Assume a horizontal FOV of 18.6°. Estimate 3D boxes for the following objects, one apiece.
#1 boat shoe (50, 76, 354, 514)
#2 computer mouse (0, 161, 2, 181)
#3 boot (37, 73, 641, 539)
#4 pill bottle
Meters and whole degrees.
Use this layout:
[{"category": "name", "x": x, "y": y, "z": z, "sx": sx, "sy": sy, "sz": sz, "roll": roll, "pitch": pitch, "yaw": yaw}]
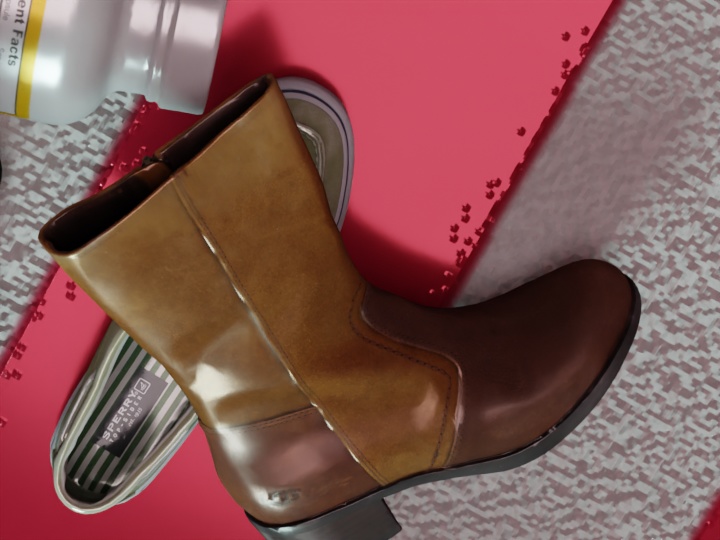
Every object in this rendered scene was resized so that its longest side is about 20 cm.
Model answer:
[{"category": "boat shoe", "x": -0.062, "y": 0.016, "z": 0.888, "sx": 0.072, "sy": 0.062, "sz": 0.201, "roll": 28, "pitch": 100, "yaw": -9}, {"category": "computer mouse", "x": -0.244, "y": -0.046, "z": 0.880, "sx": 0.199, "sy": 0.034, "sz": 0.059, "roll": 2, "pitch": 103, "yaw": -3}, {"category": "boot", "x": 0.000, "y": 0.000, "z": 0.849, "sx": 0.188, "sy": 0.069, "sz": 0.200, "roll": -29, "pitch": 125, "yaw": 2}, {"category": "pill bottle", "x": -0.150, "y": -0.115, "z": 0.833, "sx": 0.199, "sy": 0.104, "sz": 0.105, "roll": 12, "pitch": 102, "yaw": -6}]
